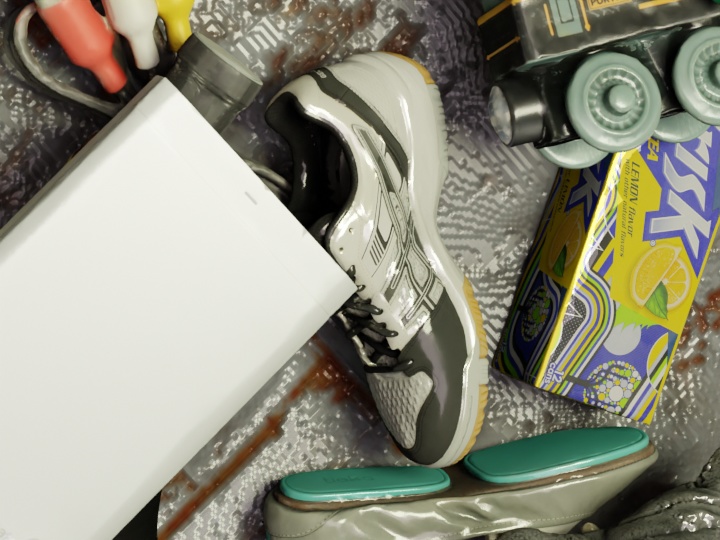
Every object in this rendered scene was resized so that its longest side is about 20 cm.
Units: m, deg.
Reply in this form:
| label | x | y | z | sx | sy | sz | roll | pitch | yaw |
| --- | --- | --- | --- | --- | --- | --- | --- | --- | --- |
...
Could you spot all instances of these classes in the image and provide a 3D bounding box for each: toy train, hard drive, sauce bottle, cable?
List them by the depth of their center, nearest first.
| label | x | y | z | sx | sy | sz | roll | pitch | yaw |
| --- | --- | --- | --- | --- | --- | --- | --- | --- | --- |
| hard drive | -0.115 | 0.031 | 1.145 | 0.200 | 0.026 | 0.132 | -45 | 108 | -8 |
| sauce bottle | -0.118 | -0.018 | 1.190 | 0.065 | 0.065 | 0.200 | 36 | 96 | -18 |
| toy train | 0.147 | -0.118 | 1.210 | 0.199 | 0.085 | 0.115 | -15 | 89 | -14 |
| cable | -0.094 | -0.074 | 1.215 | 0.097 | 0.050 | 0.201 | -31 | 105 | -13 |

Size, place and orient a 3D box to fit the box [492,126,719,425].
| label | x | y | z | sx | sy | sz | roll | pitch | yaw |
| --- | --- | --- | --- | --- | --- | --- | --- | --- | --- |
| box | 0.136 | -0.031 | 1.289 | 0.070 | 0.064 | 0.201 | 19 | 90 | -19 |

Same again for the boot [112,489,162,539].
| label | x | y | z | sx | sy | sz | roll | pitch | yaw |
| --- | --- | --- | --- | --- | --- | --- | --- | --- | --- |
| boot | -0.094 | 0.142 | 1.225 | 0.157 | 0.079 | 0.212 | 33 | 97 | -12 |

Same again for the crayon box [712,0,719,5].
| label | x | y | z | sx | sy | sz | roll | pitch | yaw |
| --- | --- | --- | --- | --- | --- | --- | --- | --- | --- |
| crayon box | 0.162 | -0.235 | 1.173 | 0.118 | 0.058 | 0.201 | 29 | 69 | -11 |

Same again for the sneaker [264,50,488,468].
| label | x | y | z | sx | sy | sz | roll | pitch | yaw |
| --- | --- | --- | --- | --- | --- | --- | --- | --- | --- |
| sneaker | 0.000 | 0.000 | 1.233 | 0.087 | 0.075 | 0.201 | -13 | 91 | -40 |

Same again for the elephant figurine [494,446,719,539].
| label | x | y | z | sx | sy | sz | roll | pitch | yaw |
| --- | --- | --- | --- | --- | --- | --- | --- | --- | --- |
| elephant figurine | 0.174 | 0.144 | 1.242 | 0.155 | 0.141 | 0.200 | -53 | 150 | -6 |

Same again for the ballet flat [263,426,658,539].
| label | x | y | z | sx | sy | sz | roll | pitch | yaw |
| --- | --- | --- | --- | --- | --- | --- | --- | --- | --- |
| ballet flat | 0.051 | 0.121 | 1.282 | 0.199 | 0.067 | 0.064 | -8 | 104 | -10 |
